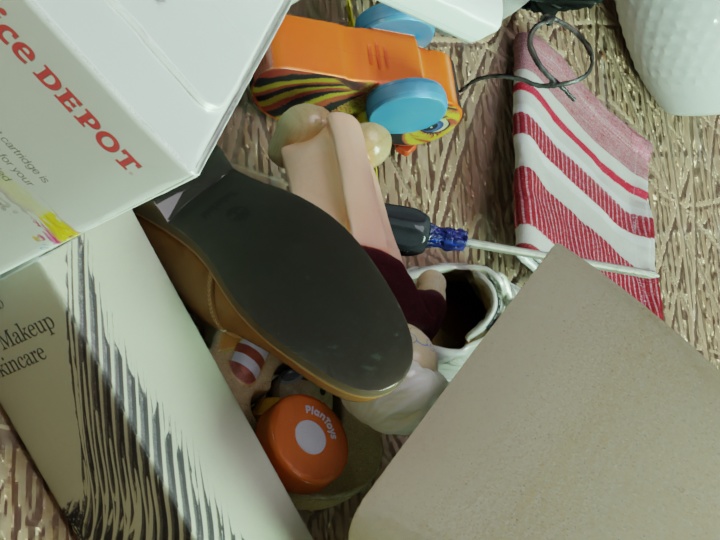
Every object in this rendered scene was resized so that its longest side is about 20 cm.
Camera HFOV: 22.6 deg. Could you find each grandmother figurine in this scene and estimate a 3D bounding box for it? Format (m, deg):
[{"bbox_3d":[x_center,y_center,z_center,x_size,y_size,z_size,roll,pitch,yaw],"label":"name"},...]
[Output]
[{"bbox_3d":[0.000,0.000,0.913,0.120,0.061,0.201,6,43,-26],"label":"grandmother figurine"}]

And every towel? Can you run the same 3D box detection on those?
[{"bbox_3d":[0.151,-0.051,1.202,0.144,0.023,0.201,37,39,-31],"label":"towel"}]

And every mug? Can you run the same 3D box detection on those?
[{"bbox_3d":[0.258,-0.214,1.339,0.200,0.146,0.178,-68,151,-75],"label":"mug"}]

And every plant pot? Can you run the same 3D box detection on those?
[{"bbox_3d":[0.116,0.147,0.884,0.200,0.176,0.201,-49,156,-35],"label":"plant pot"}]

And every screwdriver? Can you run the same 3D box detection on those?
[{"bbox_3d":[0.077,-0.017,1.037,0.197,0.029,0.028,6,43,-3],"label":"screwdriver"}]

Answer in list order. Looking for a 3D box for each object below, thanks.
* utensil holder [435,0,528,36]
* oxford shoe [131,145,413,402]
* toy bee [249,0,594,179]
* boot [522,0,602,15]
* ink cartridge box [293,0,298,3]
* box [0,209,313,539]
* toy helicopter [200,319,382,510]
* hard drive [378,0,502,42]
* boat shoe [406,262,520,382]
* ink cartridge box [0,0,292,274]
[{"bbox_3d":[0.025,-0.263,1.066,0.199,0.169,0.172,32,52,-33],"label":"utensil holder"},{"bbox_3d":[-0.053,0.003,0.846,0.071,0.072,0.200,-31,58,-35],"label":"oxford shoe"},{"bbox_3d":[0.019,-0.097,1.052,0.198,0.109,0.132,20,61,-12],"label":"toy bee"},{"bbox_3d":[0.150,-0.260,1.217,0.198,0.076,0.170,-10,76,-5],"label":"boot"},{"bbox_3d":[-0.094,-0.194,0.872,0.128,0.199,0.126,32,52,-36],"label":"ink cartridge box"},{"bbox_3d":[-0.102,0.078,0.837,0.068,0.082,0.201,-38,101,-48],"label":"box"},{"bbox_3d":[-0.052,0.027,0.926,0.132,0.079,0.201,-25,80,-44],"label":"toy helicopter"},{"bbox_3d":[-0.017,-0.190,0.781,0.199,0.026,0.133,17,61,-43],"label":"hard drive"},{"bbox_3d":[0.057,0.027,1.046,0.199,0.069,0.072,7,69,-50],"label":"boat shoe"},{"bbox_3d":[-0.153,-0.103,0.765,0.147,0.199,0.147,47,44,-24],"label":"ink cartridge box"}]
